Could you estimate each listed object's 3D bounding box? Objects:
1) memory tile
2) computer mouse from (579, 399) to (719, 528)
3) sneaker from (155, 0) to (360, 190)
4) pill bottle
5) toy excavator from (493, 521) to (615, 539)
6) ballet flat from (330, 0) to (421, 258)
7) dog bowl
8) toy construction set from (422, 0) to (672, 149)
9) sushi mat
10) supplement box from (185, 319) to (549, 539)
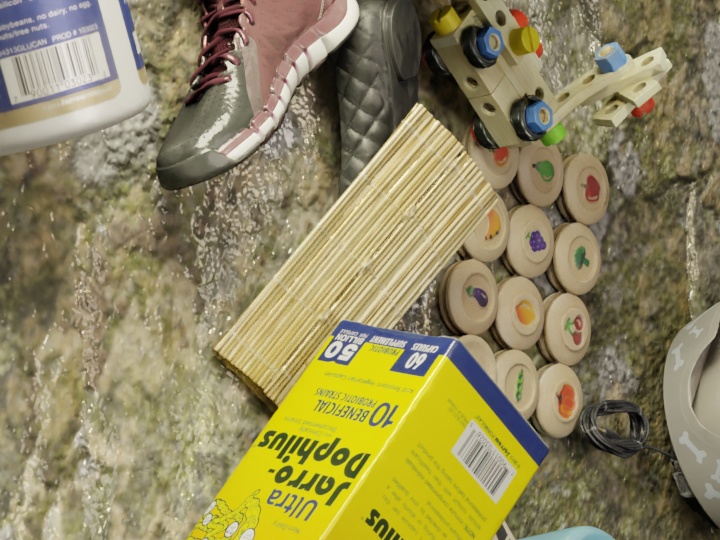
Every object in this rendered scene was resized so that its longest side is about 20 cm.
[{"bbox_3d":[0.110,0.005,1.594,0.153,0.017,0.201,19,74,-44],"label":"memory tile"},{"bbox_3d":[0.214,0.138,1.684,0.200,0.034,0.059,29,52,-39],"label":"computer mouse"},{"bbox_3d":[-0.084,-0.139,1.366,0.116,0.076,0.200,57,40,-21],"label":"sneaker"},{"bbox_3d":[-0.184,-0.166,1.223,0.111,0.111,0.201,-25,106,-45],"label":"pill bottle"},{"bbox_3d":[0.106,0.202,1.536,0.194,0.100,0.200,-31,97,-45],"label":"toy excavator"},{"bbox_3d":[0.005,-0.074,1.474,0.066,0.057,0.201,-3,96,-57],"label":"ballet flat"},{"bbox_3d":[0.292,0.110,1.717,0.200,0.059,0.201,27,52,-41],"label":"dog bowl"},{"bbox_3d":[0.106,-0.157,1.543,0.200,0.092,0.131,45,53,-14],"label":"toy construction set"},{"bbox_3d":[0.000,0.000,1.435,0.200,0.012,0.096,-50,125,-14],"label":"sushi mat"},{"bbox_3d":[-0.003,0.141,1.377,0.110,0.109,0.200,49,64,-32],"label":"supplement box"}]
